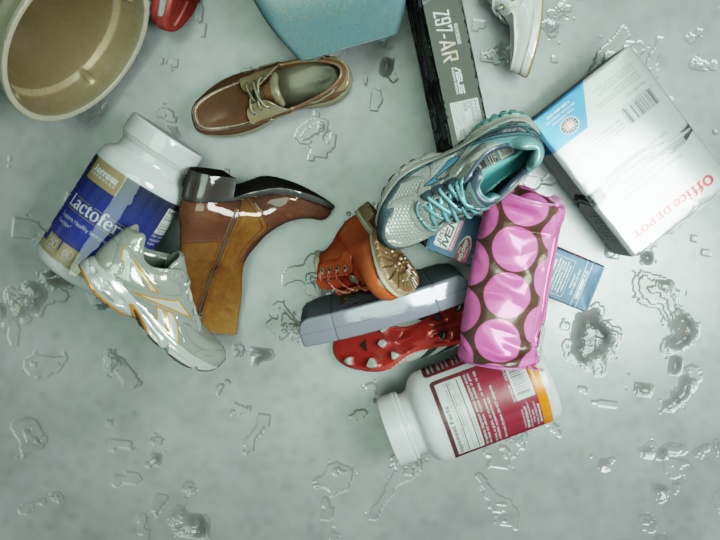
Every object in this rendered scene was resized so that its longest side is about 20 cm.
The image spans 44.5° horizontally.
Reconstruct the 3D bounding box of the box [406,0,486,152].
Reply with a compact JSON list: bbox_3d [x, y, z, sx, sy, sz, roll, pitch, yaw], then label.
[{"bbox_3d":[0.096,-0.231,0.997,0.043,0.160,0.200,-12,93,1],"label":"box"}]

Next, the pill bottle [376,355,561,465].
[{"bbox_3d":[0.126,0.156,1.044,0.200,0.113,0.113,-20,93,1],"label":"pill bottle"}]

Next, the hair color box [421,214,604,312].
[{"bbox_3d":[0.175,-0.020,1.040,0.200,0.100,0.061,21,95,-2],"label":"hair color box"}]

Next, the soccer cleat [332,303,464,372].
[{"bbox_3d":[0.063,0.081,1.064,0.200,0.085,0.069,-18,75,22],"label":"soccer cleat"}]

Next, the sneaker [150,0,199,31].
[{"bbox_3d":[-0.244,-0.387,1.040,0.115,0.078,0.200,13,87,12],"label":"sneaker"}]

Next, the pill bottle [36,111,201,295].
[{"bbox_3d":[-0.277,-0.076,1.027,0.116,0.116,0.200,33,92,-2],"label":"pill bottle"}]

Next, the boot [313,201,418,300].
[{"bbox_3d":[0.000,0.000,0.998,0.107,0.200,0.075,-39,111,7],"label":"boot"}]

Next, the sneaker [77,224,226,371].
[{"bbox_3d":[-0.211,0.032,0.982,0.092,0.076,0.200,-46,119,-1],"label":"sneaker"}]

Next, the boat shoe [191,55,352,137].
[{"bbox_3d":[-0.108,-0.212,1.040,0.200,0.072,0.076,-20,93,1],"label":"boat shoe"}]

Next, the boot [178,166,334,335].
[{"bbox_3d":[-0.135,-0.012,1.051,0.188,0.068,0.200,3,108,-33],"label":"boot"}]

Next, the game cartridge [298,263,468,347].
[{"bbox_3d":[0.026,0.038,1.026,0.200,0.133,0.042,-16,94,0],"label":"game cartridge"}]

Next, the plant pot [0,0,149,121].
[{"bbox_3d":[-0.374,-0.301,0.981,0.183,0.200,0.201,38,93,16],"label":"plant pot"}]

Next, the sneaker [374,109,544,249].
[{"bbox_3d":[0.098,-0.087,0.895,0.200,0.086,0.078,-38,115,12],"label":"sneaker"}]

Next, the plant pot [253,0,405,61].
[{"bbox_3d":[-0.041,-0.349,0.978,0.196,0.196,0.200,-16,112,1],"label":"plant pot"}]

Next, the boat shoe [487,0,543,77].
[{"bbox_3d":[0.179,-0.328,1.040,0.069,0.071,0.200,3,85,1],"label":"boat shoe"}]

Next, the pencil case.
[{"bbox_3d":[0.167,0.008,0.950,0.094,0.091,0.200,12,98,35],"label":"pencil case"}]

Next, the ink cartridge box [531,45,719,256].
[{"bbox_3d":[0.310,-0.137,1.042,0.145,0.084,0.200,-38,93,2],"label":"ink cartridge box"}]
